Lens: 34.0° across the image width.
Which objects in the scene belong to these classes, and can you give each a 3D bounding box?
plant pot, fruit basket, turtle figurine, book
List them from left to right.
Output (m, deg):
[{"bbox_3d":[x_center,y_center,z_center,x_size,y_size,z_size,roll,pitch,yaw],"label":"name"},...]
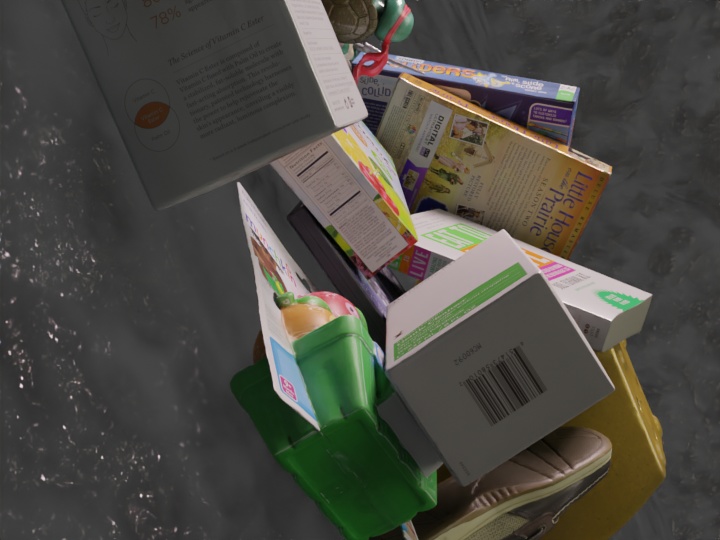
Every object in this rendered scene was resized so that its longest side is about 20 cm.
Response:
[{"bbox_3d":[-0.021,-0.226,0.902,0.199,0.150,0.101,29,34,-3],"label":"turtle figurine"},{"bbox_3d":[-0.015,0.059,0.744,0.186,0.093,0.201,56,16,-38],"label":"fruit basket"},{"bbox_3d":[0.118,0.009,0.928,0.133,0.198,0.049,-11,121,-64],"label":"book"},{"bbox_3d":[0.140,0.136,0.971,0.197,0.198,0.194,68,15,-3],"label":"plant pot"}]

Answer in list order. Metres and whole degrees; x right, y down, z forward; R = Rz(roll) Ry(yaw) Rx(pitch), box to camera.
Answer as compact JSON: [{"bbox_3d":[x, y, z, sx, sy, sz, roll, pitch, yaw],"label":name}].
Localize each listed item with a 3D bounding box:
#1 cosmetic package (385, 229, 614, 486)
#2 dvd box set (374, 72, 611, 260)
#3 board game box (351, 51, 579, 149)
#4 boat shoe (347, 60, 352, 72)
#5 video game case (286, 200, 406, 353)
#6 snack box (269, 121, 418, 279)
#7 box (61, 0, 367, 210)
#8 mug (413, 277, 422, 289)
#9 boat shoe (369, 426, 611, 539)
[{"bbox_3d":[0.078,0.046,0.735,0.085,0.107,0.200,56,5,-7],"label":"cosmetic package"},{"bbox_3d":[0.098,-0.066,1.024,0.198,0.147,0.029,24,25,4],"label":"dvd box set"},{"bbox_3d":[0.086,-0.112,1.052,0.035,0.198,0.137,-60,159,-56],"label":"board game box"},{"bbox_3d":[-0.058,-0.238,1.074,0.073,0.074,0.202,-63,139,-83],"label":"boat shoe"},{"bbox_3d":[0.000,0.000,0.915,0.143,0.019,0.200,55,9,-6],"label":"video game case"},{"bbox_3d":[-0.026,-0.094,0.891,0.143,0.053,0.200,51,10,-20],"label":"snack box"},{"bbox_3d":[-0.096,-0.156,0.698,0.202,0.123,0.097,67,15,-6],"label":"box"},{"bbox_3d":[0.112,0.015,1.152,0.153,0.148,0.189,-90,173,-73],"label":"mug"},{"bbox_3d":[0.096,0.176,0.839,0.072,0.199,0.067,24,-48,57],"label":"boat shoe"}]
